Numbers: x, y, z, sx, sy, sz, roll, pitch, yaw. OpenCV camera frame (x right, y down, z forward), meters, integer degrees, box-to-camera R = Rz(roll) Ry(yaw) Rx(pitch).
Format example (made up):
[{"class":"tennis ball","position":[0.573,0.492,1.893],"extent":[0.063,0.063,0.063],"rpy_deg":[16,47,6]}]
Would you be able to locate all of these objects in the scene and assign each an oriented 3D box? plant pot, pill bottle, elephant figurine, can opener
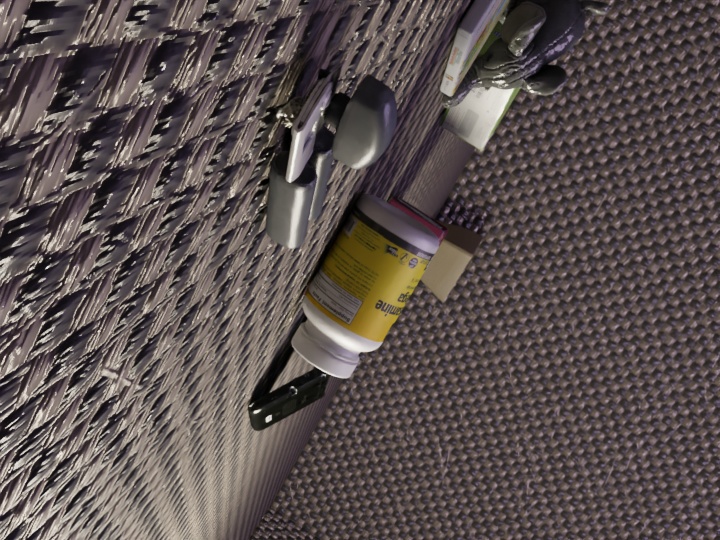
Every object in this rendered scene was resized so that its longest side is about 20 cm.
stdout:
[{"class":"plant pot","position":[0.271,-0.051,3.239],"extent":[0.201,0.176,0.200],"rpy_deg":[-60,175,27]},{"class":"pill bottle","position":[0.001,0.021,1.159],"extent":[0.202,0.112,0.112],"rpy_deg":[-60,175,10]},{"class":"elephant figurine","position":[0.226,-0.300,1.346],"extent":[0.201,0.140,0.156],"rpy_deg":[-60,-177,-37]},{"class":"can opener","position":[-0.029,-0.064,0.633],"extent":[0.053,0.066,0.200],"rpy_deg":[-58,180,-22]}]

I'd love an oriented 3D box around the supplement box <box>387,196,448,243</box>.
[{"class":"supplement box","position":[0.069,-0.038,1.582],"extent":[0.132,0.102,0.200],"rpy_deg":[-59,175,7]}]

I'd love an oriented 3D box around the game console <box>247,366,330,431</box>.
[{"class":"game console","position":[-0.098,0.126,1.362],"extent":[0.174,0.117,0.200],"rpy_deg":[-27,167,-11]}]

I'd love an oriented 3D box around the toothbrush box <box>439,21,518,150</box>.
[{"class":"toothbrush box","position":[0.220,-0.315,1.552],"extent":[0.201,0.085,0.146],"rpy_deg":[-55,173,-38]}]

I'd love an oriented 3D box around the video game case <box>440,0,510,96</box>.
[{"class":"video game case","position":[0.166,-0.338,1.220],"extent":[0.202,0.023,0.182],"rpy_deg":[-59,175,-12]}]
